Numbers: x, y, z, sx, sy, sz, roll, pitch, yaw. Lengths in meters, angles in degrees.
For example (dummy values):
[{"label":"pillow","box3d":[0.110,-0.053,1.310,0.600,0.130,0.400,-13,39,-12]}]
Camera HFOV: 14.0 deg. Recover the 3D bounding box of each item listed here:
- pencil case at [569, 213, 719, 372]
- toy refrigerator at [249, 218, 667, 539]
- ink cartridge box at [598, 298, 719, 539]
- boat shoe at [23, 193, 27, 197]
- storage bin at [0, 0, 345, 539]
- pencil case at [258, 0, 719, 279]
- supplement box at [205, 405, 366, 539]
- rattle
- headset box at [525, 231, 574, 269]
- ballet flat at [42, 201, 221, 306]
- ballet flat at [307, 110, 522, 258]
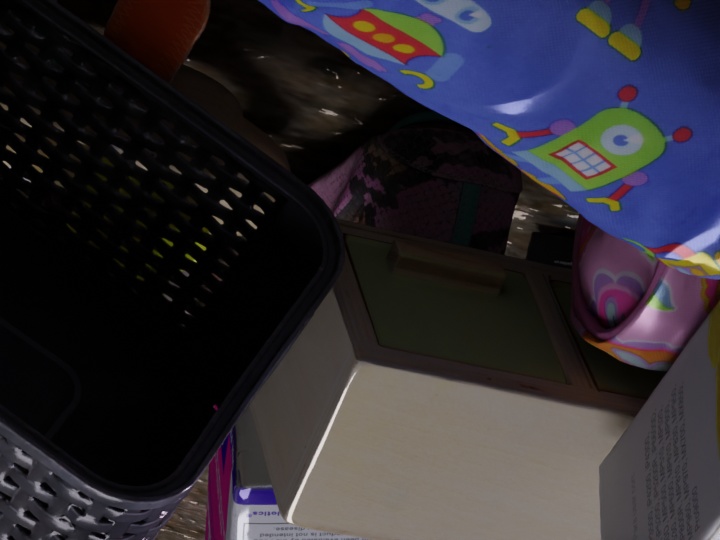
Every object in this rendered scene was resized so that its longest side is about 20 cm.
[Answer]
[{"label":"pencil case","box3d":[0.163,0.013,0.876,0.199,0.088,0.087,18,165,-15]},{"label":"toy refrigerator","box3d":[0.072,0.045,0.905,0.199,0.070,0.076,12,-148,-21]},{"label":"ink cartridge box","box3d":[0.169,0.042,0.786,0.145,0.084,0.200,18,131,-15]},{"label":"boat shoe","box3d":[-0.148,0.042,1.078,0.074,0.201,0.073,-8,-156,6]},{"label":"storage bin","box3d":[-0.123,-0.005,0.840,0.200,0.135,0.094,36,137,-1]},{"label":"pencil case","box3d":[0.037,-0.066,0.706,0.200,0.078,0.087,27,132,-38]},{"label":"supplement box","box3d":[-0.008,0.115,1.160,0.103,0.101,0.201,-2,133,-6]},{"label":"rattle","box3d":[-0.094,-0.013,0.933,0.130,0.143,0.200,36,168,-7]},{"label":"headset box","box3d":[0.094,0.112,1.069,0.092,0.201,0.174,10,164,15]},{"label":"ballet flat","box3d":[-0.122,-0.002,1.132,0.199,0.068,0.067,16,159,-12]},{"label":"ballet flat","box3d":[0.000,0.000,1.002,0.069,0.072,0.200,17,166,-15]}]
